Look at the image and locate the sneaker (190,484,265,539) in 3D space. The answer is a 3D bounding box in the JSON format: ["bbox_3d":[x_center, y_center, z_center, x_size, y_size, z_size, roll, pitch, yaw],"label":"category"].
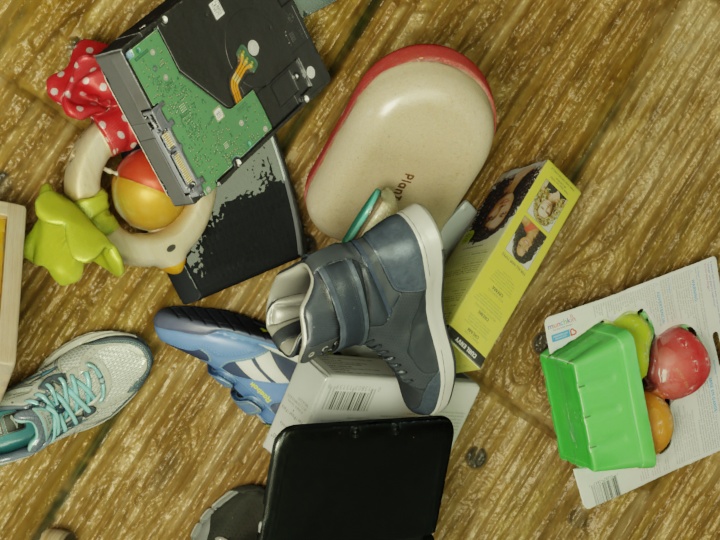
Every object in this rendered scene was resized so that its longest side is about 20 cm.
[{"bbox_3d":[-0.126,0.284,1.525,0.075,0.115,0.201,36,87,-19],"label":"sneaker"}]

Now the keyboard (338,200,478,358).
[{"bbox_3d":[0.047,0.028,1.600,0.056,0.011,0.200,43,84,-13],"label":"keyboard"}]

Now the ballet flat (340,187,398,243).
[{"bbox_3d":[0.000,0.000,1.497,0.062,0.200,0.068,32,52,-5],"label":"ballet flat"}]

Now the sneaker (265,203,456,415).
[{"bbox_3d":[-0.001,0.056,1.423,0.145,0.077,0.204,-25,130,-20],"label":"sneaker"}]

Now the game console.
[{"bbox_3d":[-0.034,0.203,1.474,0.199,0.175,0.118,1,70,-42],"label":"game console"}]

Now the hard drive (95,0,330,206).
[{"bbox_3d":[-0.115,-0.162,1.429,0.200,0.038,0.141,-49,120,-41],"label":"hard drive"}]

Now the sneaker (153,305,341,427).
[{"bbox_3d":[-0.091,0.089,1.530,0.198,0.074,0.083,22,99,-16],"label":"sneaker"}]

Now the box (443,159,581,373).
[{"bbox_3d":[0.114,-0.003,1.548,0.050,0.075,0.201,41,62,-20],"label":"box"}]

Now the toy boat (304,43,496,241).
[{"bbox_3d":[0.033,-0.119,1.516,0.129,0.132,0.201,14,136,-19],"label":"toy boat"}]

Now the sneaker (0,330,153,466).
[{"bbox_3d":[-0.258,0.119,1.473,0.199,0.086,0.078,-28,106,-12],"label":"sneaker"}]

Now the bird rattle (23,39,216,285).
[{"bbox_3d":[-0.192,-0.081,1.434,0.162,0.112,0.202,23,73,-31],"label":"bird rattle"}]

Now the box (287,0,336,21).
[{"bbox_3d":[-0.004,-0.319,1.513,0.199,0.038,0.138,-29,106,-12],"label":"box"}]

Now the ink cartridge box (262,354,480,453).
[{"bbox_3d":[-0.003,0.162,1.543,0.199,0.043,0.175,7,113,-46],"label":"ink cartridge box"}]

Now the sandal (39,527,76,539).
[{"bbox_3d":[-0.298,0.321,1.515,0.069,0.078,0.214,10,88,12],"label":"sandal"}]

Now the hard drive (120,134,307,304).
[{"bbox_3d":[-0.126,-0.082,1.508,0.134,0.042,0.202,-22,104,-14],"label":"hard drive"}]

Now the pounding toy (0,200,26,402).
[{"bbox_3d":[-0.362,0.020,1.350,0.198,0.185,0.143,11,140,-19],"label":"pounding toy"}]

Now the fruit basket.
[{"bbox_3d":[0.265,0.102,1.653,0.199,0.093,0.187,-21,105,-30],"label":"fruit basket"}]
